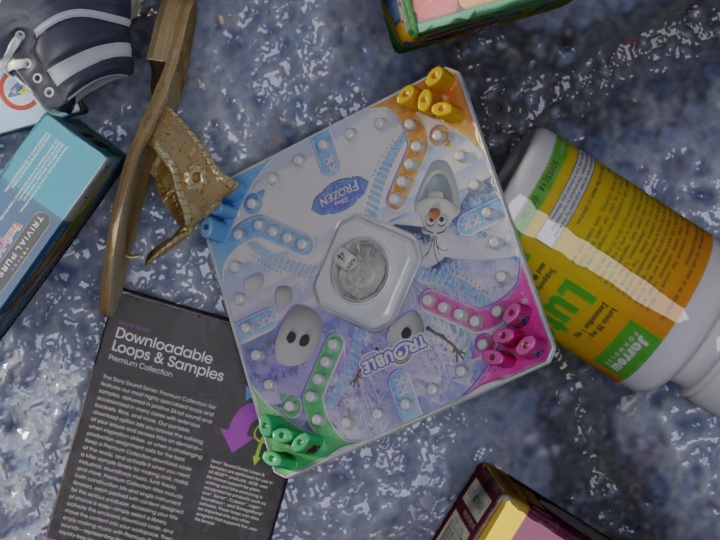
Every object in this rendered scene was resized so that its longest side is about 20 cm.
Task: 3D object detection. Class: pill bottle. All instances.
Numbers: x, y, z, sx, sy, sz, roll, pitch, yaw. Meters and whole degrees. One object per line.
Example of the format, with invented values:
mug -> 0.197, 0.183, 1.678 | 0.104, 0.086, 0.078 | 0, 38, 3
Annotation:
pill bottle -> 0.166, 0.007, 1.305 | 0.200, 0.111, 0.111 | 32, 91, -4

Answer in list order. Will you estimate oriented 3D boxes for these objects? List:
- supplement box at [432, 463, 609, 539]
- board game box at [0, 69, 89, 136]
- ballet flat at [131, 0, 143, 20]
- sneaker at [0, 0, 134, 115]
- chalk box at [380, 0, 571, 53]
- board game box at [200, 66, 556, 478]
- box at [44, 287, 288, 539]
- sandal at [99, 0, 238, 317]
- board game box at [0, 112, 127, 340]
supplement box -> 0.140, 0.223, 1.299 | 0.200, 0.131, 0.103 | 32, 91, -5
board game box -> -0.294, -0.168, 1.300 | 0.199, 0.056, 0.196 | -15, 94, -2
ballet flat -> -0.166, -0.254, 1.291 | 0.072, 0.072, 0.201 | -7, 93, -3
sneaker -> -0.233, -0.141, 1.242 | 0.199, 0.070, 0.109 | -10, 92, -5
chalk box -> 0.070, -0.211, 1.244 | 0.124, 0.200, 0.124 | -15, 94, -2
board game box -> 0.000, 0.000, 1.267 | 0.200, 0.026, 0.201 | -25, 69, 21
box -> -0.117, 0.124, 1.336 | 0.143, 0.036, 0.201 | 16, 94, -5
sandal -> -0.108, -0.070, 1.285 | 0.069, 0.078, 0.212 | 10, 73, 1
board game box -> -0.205, -0.020, 1.240 | 0.047, 0.200, 0.151 | 36, 91, -4
